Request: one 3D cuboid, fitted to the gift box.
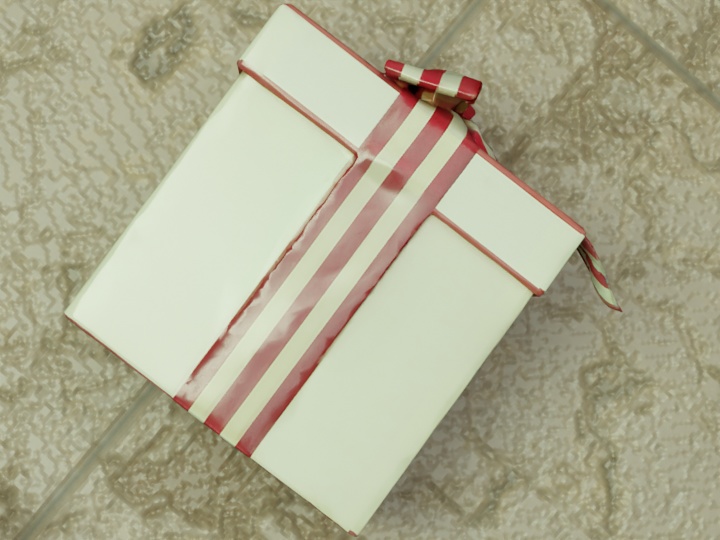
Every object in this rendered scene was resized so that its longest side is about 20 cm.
[{"bbox_3d":[0.000,0.000,1.121,0.199,0.185,0.187,36,89,-6],"label":"gift box"}]
